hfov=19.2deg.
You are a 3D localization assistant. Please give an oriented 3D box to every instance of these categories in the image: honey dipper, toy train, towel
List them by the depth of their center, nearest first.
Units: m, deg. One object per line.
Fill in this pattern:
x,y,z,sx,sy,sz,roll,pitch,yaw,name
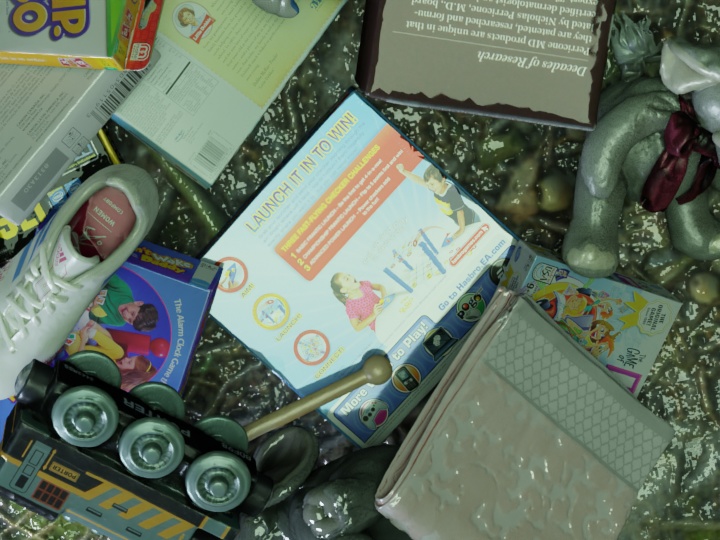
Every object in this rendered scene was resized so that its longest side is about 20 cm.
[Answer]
-0.163,0.138,1.491,0.200,0.085,0.114,28,108,-17,toy train
0.123,0.142,1.536,0.200,0.032,0.191,41,73,-29,towel
-0.068,0.111,1.562,0.200,0.038,0.038,-27,99,-5,honey dipper

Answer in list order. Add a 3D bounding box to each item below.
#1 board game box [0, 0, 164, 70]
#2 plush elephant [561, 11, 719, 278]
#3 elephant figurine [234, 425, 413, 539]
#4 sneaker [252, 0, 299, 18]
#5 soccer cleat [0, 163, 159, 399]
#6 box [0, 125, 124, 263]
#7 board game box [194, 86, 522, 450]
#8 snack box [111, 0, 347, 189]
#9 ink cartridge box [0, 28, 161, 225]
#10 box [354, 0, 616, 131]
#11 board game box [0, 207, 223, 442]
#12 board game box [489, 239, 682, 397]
-0.230,-0.191,1.487,0.200,0.030,0.096,6,74,19,board game box
0.247,-0.097,1.531,0.165,0.155,0.200,1,85,-39,plush elephant
-0.043,0.185,1.566,0.155,0.200,0.142,-4,94,-43,elephant figurine
-0.027,-0.268,1.523,0.200,0.081,0.146,-42,102,-25,sneaker
-0.215,0.007,1.470,0.070,0.086,0.200,37,94,-2,soccer cleat
-0.289,-0.083,1.576,0.200,0.049,0.160,-26,101,2,box
0.000,0.000,1.596,0.196,0.056,0.200,42,95,-7,board game box
-0.099,-0.174,1.554,0.116,0.037,0.200,37,82,-7,snack box
-0.265,-0.151,1.524,0.200,0.050,0.161,38,87,28,ink cartridge box
0.092,-0.214,1.511,0.164,0.166,0.200,7,99,-4,box
-0.195,0.070,1.572,0.134,0.045,0.200,20,114,0,board game box
0.139,0.089,1.593,0.134,0.034,0.200,17,105,-26,board game box
